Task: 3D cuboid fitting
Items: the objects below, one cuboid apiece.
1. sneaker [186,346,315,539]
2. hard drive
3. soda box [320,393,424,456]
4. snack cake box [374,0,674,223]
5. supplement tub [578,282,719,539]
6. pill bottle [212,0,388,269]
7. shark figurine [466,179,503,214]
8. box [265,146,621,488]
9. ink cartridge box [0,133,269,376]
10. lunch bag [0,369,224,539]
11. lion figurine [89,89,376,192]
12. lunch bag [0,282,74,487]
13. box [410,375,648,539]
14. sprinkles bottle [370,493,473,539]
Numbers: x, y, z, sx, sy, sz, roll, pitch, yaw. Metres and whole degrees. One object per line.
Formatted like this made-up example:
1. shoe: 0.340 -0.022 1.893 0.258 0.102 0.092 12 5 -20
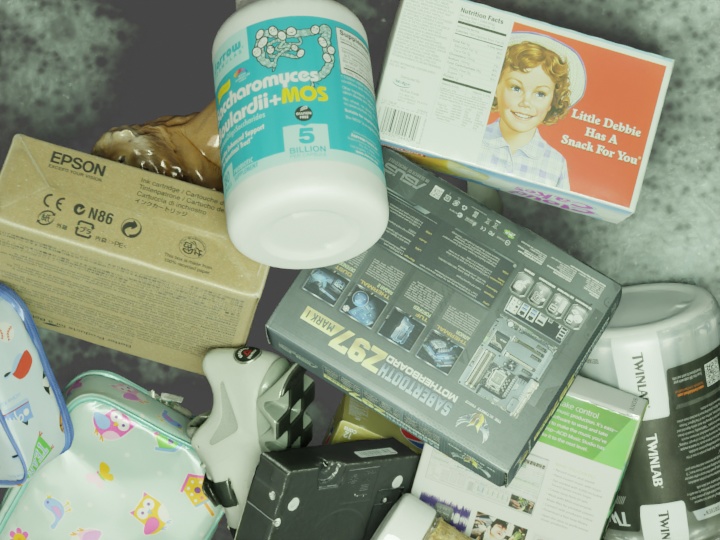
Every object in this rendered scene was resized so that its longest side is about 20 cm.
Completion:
1. sneaker: -0.083 0.140 1.691 0.088 0.074 0.201 15 120 22
2. hard drive: -0.040 0.220 1.679 0.038 0.139 0.201 30 113 40
3. soda box: 0.064 0.167 1.753 0.199 0.064 0.068 23 107 -4
4. snack cake box: 0.110 -0.118 1.649 0.199 0.067 0.116 16 83 -3
5. supplement tub: 0.217 0.120 1.704 0.122 0.123 0.201 -10 105 5
6. pill bottle: -0.044 -0.111 1.585 0.110 0.111 0.201 -6 61 -3
7. shark figurine: 0.011 -0.010 1.677 0.214 0.128 0.090 -44 90 12
8. box: 0.057 0.031 1.603 0.199 0.051 0.158 30 74 11
9. ink cartridge box: -0.166 -0.006 1.660 0.199 0.165 0.076 16 65 -3
10. lunch bag: -0.192 0.179 1.760 0.160 0.077 0.201 30 105 -5
11. lion figurine: -0.094 -0.102 1.687 0.200 0.072 0.123 -43 91 -2
12. lunch bag: -0.309 0.087 1.700 0.199 0.076 0.161 -1 120 38
13. box: 0.111 0.158 1.669 0.143 0.036 0.201 20 119 9
14. sprinkles bottle: 0.096 0.240 1.653 0.199 0.068 0.068 34 105 1
